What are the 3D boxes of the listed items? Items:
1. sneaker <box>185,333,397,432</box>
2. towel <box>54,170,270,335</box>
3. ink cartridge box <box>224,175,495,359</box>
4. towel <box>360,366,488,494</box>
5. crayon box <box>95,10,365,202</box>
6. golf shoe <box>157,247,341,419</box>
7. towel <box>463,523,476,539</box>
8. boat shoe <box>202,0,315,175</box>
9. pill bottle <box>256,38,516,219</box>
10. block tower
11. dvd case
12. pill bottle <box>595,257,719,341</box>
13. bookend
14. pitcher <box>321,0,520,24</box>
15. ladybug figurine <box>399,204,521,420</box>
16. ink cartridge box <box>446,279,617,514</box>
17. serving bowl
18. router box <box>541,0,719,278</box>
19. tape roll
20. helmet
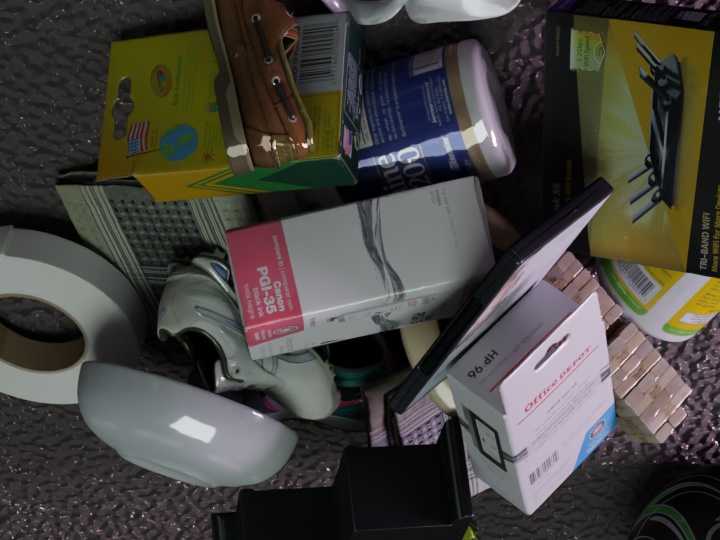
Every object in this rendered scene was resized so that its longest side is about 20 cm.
[{"bbox_3d":[-0.058,0.083,1.601,0.198,0.084,0.121,4,133,-5],"label":"sneaker"},{"bbox_3d":[-0.146,-0.013,1.521,0.191,0.035,0.201,4,138,25],"label":"towel"},{"bbox_3d":[0.000,0.000,1.393,0.199,0.083,0.147,-12,168,-4],"label":"ink cartridge box"},{"bbox_3d":[0.097,0.142,1.630,0.199,0.035,0.193,-20,138,-12],"label":"towel"},{"bbox_3d":[-0.099,-0.124,1.362,0.199,0.128,0.051,-3,156,17],"label":"crayon box"},{"bbox_3d":[-0.101,0.078,1.498,0.078,0.098,0.200,-22,124,41],"label":"golf shoe"},{"bbox_3d":[0.018,0.290,1.841,0.199,0.018,0.086,-30,127,25],"label":"towel"},{"bbox_3d":[-0.077,-0.169,1.309,0.067,0.201,0.072,-11,168,1],"label":"boat shoe"},{"bbox_3d":[0.015,-0.103,1.407,0.199,0.111,0.111,-16,131,14],"label":"pill bottle"},{"bbox_3d":[0.192,0.054,1.483,0.200,0.054,0.058,49,163,-10],"label":"block tower"},{"bbox_3d":[0.106,0.021,1.364,0.018,0.142,0.200,44,134,10],"label":"dvd case"},{"bbox_3d":[0.294,-0.042,1.464,0.111,0.112,0.200,24,129,-21],"label":"pill bottle"},{"bbox_3d":[-0.021,0.211,1.521,0.198,0.093,0.199,-2,151,-9],"label":"bookend"},{"bbox_3d":[0.003,-0.250,1.278,0.171,0.122,0.200,-16,145,35],"label":"pitcher"},{"bbox_3d":[0.090,0.041,1.517,0.135,0.202,0.072,-7,178,-21],"label":"ladybug figurine"},{"bbox_3d":[0.137,0.092,1.411,0.116,0.068,0.201,-43,147,-18],"label":"ink cartridge box"},{"bbox_3d":[-0.156,0.142,1.528,0.199,0.066,0.200,17,166,4],"label":"serving bowl"},{"bbox_3d":[0.221,-0.104,1.370,0.156,0.052,0.201,10,118,24],"label":"router box"},{"bbox_3d":[-0.289,0.043,1.576,0.201,0.037,0.204,6,139,6],"label":"tape roll"},{"bbox_3d":[0.351,0.285,1.719,0.199,0.191,0.202,-6,106,-21],"label":"helmet"}]
